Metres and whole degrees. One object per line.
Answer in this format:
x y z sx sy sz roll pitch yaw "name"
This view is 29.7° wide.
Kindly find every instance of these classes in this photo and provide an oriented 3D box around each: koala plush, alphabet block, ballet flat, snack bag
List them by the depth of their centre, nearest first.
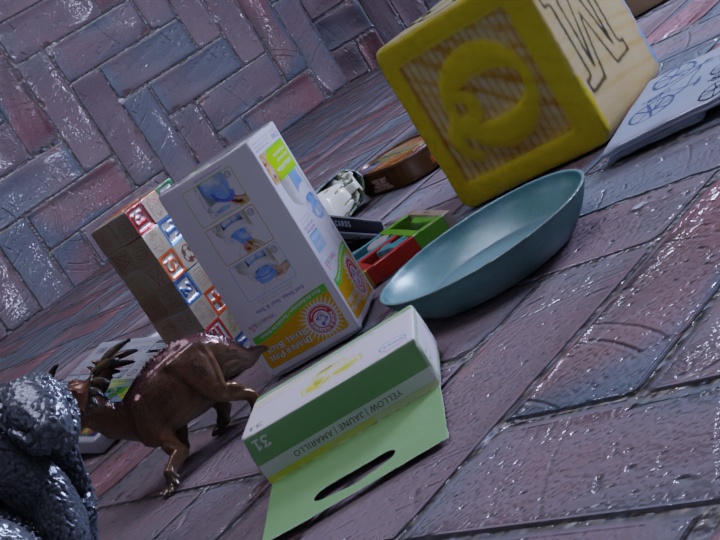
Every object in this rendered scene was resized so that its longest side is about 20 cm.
-0.246 0.209 0.933 0.176 0.185 0.200 -22 30 -8 "koala plush"
0.328 -0.176 1.245 0.199 0.021 0.189 -27 13 35 "snack bag"
0.170 -0.217 1.427 0.195 0.197 0.200 -27 12 37 "alphabet block"
-0.035 -0.093 1.806 0.074 0.075 0.200 -29 13 19 "ballet flat"

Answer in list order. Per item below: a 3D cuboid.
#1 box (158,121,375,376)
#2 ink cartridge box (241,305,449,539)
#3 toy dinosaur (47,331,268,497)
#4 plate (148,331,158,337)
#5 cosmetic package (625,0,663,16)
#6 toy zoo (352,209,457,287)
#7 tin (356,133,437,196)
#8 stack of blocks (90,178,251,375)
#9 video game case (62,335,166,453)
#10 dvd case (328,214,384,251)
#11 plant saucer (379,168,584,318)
-0.083 -0.021 1.273 0.101 0.201 0.113 -29 9 16 "box"
-0.012 0.100 0.942 0.145 0.048 0.200 -31 8 8 "ink cartridge box"
-0.164 0.097 1.158 0.199 0.136 0.086 -36 11 -20 "toy dinosaur"
-0.271 0.120 1.663 0.199 0.032 0.199 -35 10 -11 "plate"
0.368 -0.412 1.972 0.199 0.106 0.071 -29 12 31 "cosmetic package"
0.000 0.000 1.426 0.199 0.021 0.131 -36 11 -12 "toy zoo"
0.065 -0.152 1.880 0.112 0.042 0.200 -42 13 -23 "tin"
-0.177 0.009 1.421 0.058 0.201 0.115 -26 13 35 "stack of blocks"
-0.292 0.140 1.539 0.199 0.022 0.182 -8 32 46 "video game case"
-0.087 -0.025 1.543 0.150 0.025 0.199 -25 -17 34 "dvd case"
0.108 -0.015 1.130 0.199 0.036 0.200 -33 10 7 "plant saucer"
